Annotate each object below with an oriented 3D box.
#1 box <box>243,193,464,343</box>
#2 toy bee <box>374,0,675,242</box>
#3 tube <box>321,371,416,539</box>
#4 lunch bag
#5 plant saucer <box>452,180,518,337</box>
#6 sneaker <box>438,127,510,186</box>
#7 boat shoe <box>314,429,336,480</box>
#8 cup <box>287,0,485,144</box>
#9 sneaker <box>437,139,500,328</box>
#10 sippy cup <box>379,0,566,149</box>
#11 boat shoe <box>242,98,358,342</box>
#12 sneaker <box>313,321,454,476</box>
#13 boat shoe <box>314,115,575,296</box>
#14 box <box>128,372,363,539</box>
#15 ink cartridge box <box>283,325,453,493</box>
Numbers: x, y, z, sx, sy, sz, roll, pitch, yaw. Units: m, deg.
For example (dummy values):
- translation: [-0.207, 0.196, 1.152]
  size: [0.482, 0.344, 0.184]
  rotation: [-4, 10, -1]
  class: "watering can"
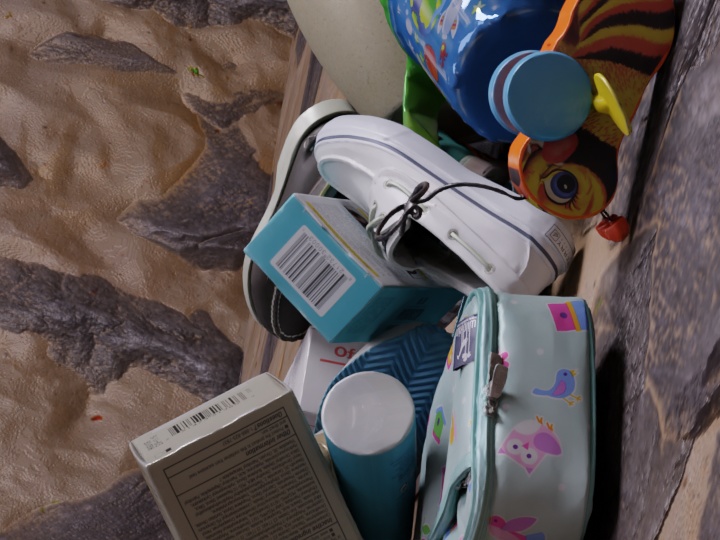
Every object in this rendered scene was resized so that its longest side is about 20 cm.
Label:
- translation: [0.000, 0.000, 1.621]
  size: [0.049, 0.082, 0.200]
  rotation: [-46, -13, 11]
  class: "box"
- translation: [0.114, -0.073, 1.394]
  size: [0.200, 0.109, 0.131]
  rotation: [-49, 10, 21]
  class: "toy bee"
- translation: [0.012, 0.127, 1.452]
  size: [0.200, 0.050, 0.078]
  rotation: [81, -162, -57]
  class: "tube"
- translation: [0.074, 0.114, 1.383]
  size: [0.200, 0.077, 0.161]
  rotation: [102, 176, -55]
  class: "lunch bag"
- translation: [0.080, 0.043, 1.640]
  size: [0.200, 0.027, 0.202]
  rotation: [-165, 90, -87]
  class: "plant saucer"
- translation: [0.052, -0.061, 1.711]
  size: [0.072, 0.080, 0.200]
  rotation: [-58, -8, 0]
  class: "sneaker"
- translation: [-0.046, 0.141, 1.586]
  size: [0.200, 0.068, 0.075]
  rotation: [-45, 59, 46]
  class: "boat shoe"
- translation: [0.049, -0.166, 1.720]
  size: [0.200, 0.199, 0.144]
  rotation: [116, 146, -65]
  class: "cup"
- translation: [0.067, -0.046, 1.853]
  size: [0.082, 0.074, 0.201]
  rotation: [-24, -46, -81]
  class: "sneaker"
- translation: [0.089, -0.147, 1.559]
  size: [0.131, 0.139, 0.179]
  rotation: [-109, 11, -55]
  class: "sippy cup"
- translation: [-0.030, -0.021, 1.769]
  size: [0.061, 0.071, 0.202]
  rotation: [51, 142, 35]
  class: "boat shoe"
- translation: [0.014, 0.096, 1.638]
  size: [0.081, 0.076, 0.200]
  rotation: [-53, -7, -47]
  class: "sneaker"
- translation: [0.034, -0.034, 1.549]
  size: [0.067, 0.199, 0.074]
  rotation: [-47, -43, -20]
  class: "boat shoe"
- translation: [-0.042, 0.168, 1.423]
  size: [0.201, 0.094, 0.078]
  rotation: [66, 171, -10]
  class: "box"
- translation: [0.004, 0.099, 1.849]
  size: [0.200, 0.115, 0.068]
  rotation: [116, 164, -66]
  class: "ink cartridge box"
